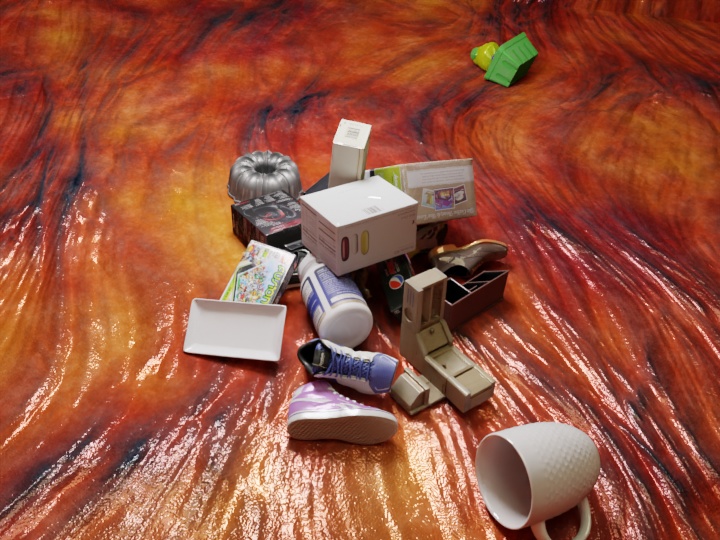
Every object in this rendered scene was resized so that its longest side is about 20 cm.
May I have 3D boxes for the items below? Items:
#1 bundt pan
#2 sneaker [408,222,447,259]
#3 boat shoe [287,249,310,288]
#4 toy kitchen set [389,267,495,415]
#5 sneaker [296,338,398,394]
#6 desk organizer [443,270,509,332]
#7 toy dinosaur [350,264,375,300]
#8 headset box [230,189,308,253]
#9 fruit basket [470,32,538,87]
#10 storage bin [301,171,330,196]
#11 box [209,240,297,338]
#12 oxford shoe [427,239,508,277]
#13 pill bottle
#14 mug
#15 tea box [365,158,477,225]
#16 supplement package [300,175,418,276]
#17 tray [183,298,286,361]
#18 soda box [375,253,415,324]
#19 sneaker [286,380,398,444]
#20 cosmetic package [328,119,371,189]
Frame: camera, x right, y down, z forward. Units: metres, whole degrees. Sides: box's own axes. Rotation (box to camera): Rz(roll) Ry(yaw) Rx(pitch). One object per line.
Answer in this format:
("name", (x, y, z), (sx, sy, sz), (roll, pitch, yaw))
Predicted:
("bundt pan", (-0.240, -0.238, 1.945), (0.196, 0.077, 0.204), (5, 38, -4))
("sneaker", (0.121, -0.081, 1.797), (0.197, 0.076, 0.084), (-22, 45, -32))
("boat shoe", (-0.125, -0.010, 1.678), (0.195, 0.069, 0.072), (-11, 39, -24))
("toy kitchen set", (0.133, 0.144, 1.424), (0.160, 0.184, 0.199), (-21, 41, -30))
("sneaker", (-0.036, 0.176, 1.403), (0.194, 0.083, 0.115), (13, -2, 18))
("desk organizer", (0.229, 0.050, 1.643), (0.198, 0.079, 0.071), (-27, 48, -36))
("toy dinosaur", (0.000, 0.000, 1.671), (0.059, 0.107, 0.201), (-26, 22, 20))
("headset box", (-0.188, -0.099, 1.754), (0.146, 0.077, 0.199), (-20, 36, -30))
("fruit basket", (0.482, -0.742, 2.652), (0.210, 0.157, 0.219), (13, 47, -14))
("storage bin", (-0.046, -0.160, 1.859), (0.133, 0.096, 0.200), (22, 41, 20))
("box", (-0.215, 0.041, 1.566), (0.107, 0.035, 0.203), (16, 60, 13))
("oxford shoe", (0.253, -0.019, 1.759), (0.194, 0.072, 0.074), (-9, 59, -12))
("pill bottle", (-0.058, 0.056, 1.561), (0.113, 0.118, 0.202), (-8, 41, -19))
("mug", (0.305, 0.347, 1.242), (0.171, 0.148, 0.205), (-6, 69, -28))
("tea box", (0.131, -0.176, 1.760), (0.196, 0.138, 0.195), (-10, 7, -33))
("supplement package", (-0.003, -0.096, 1.584), (0.196, 0.113, 0.155), (-19, 37, -28))
("tray", (-0.241, 0.116, 1.489), (0.194, 0.022, 0.110), (4, 74, 10))
("soda box", (0.080, 0.013, 1.637), (0.070, 0.063, 0.203), (-27, 48, 12))
("sneaker", (-0.030, 0.241, 1.368), (0.194, 0.074, 0.115), (6, 34, -1))
("cosmetic package", (-0.028, -0.214, 1.689), (0.071, 0.203, 0.105), (11, 41, 4))
